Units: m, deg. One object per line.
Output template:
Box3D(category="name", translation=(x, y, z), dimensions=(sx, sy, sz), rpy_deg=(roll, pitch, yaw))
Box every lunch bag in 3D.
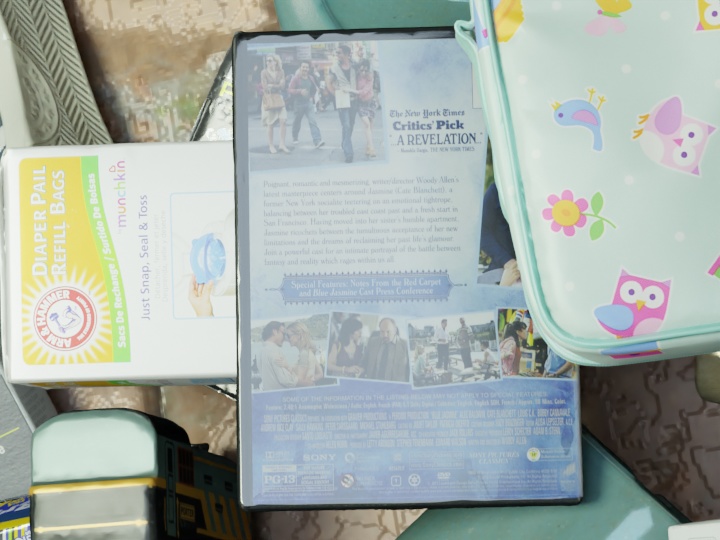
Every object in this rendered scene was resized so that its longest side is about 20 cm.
Box3D(category="lunch bag", translation=(0.123, -0.066, 1.137), dimensions=(0.159, 0.077, 0.201), rpy_deg=(-10, 81, 8))

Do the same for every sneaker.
Box3D(category="sneaker", translation=(-0.170, -0.055, 1.377), dimensions=(0.084, 0.075, 0.201), rpy_deg=(-32, 61, 32))

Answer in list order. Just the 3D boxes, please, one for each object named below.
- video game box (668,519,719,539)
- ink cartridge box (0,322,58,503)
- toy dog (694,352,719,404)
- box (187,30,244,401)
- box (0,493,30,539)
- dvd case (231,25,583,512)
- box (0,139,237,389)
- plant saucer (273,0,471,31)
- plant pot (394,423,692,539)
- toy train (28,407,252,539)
Box3D(category="video game box", translation=(0.215, 0.187, 1.187), dimensions=(0.047, 0.199, 0.183), rpy_deg=(-13, 81, 47))
Box3D(category="ink cartridge box", translation=(-0.236, 0.108, 1.384), dimensions=(0.197, 0.047, 0.201), rpy_deg=(-26, 98, 15))
Box3D(category="toy dog", translation=(0.202, -0.016, 1.247), dimensions=(0.131, 0.096, 0.201), rpy_deg=(-7, 86, 17))
Box3D(category="box", translation=(0.000, 0.000, 1.339), dimensions=(0.199, 0.044, 0.161), rpy_deg=(25, 94, 17))
Box3D(category="box", translation=(-0.147, 0.209, 1.337), dimensions=(0.070, 0.064, 0.201), rpy_deg=(-13, 100, 12))
Box3D(category="dvd case", translation=(0.018, -0.002, 1.181), dimensions=(0.142, 0.018, 0.201), rpy_deg=(-1, 83, 2))
Box3D(category="box", translation=(-0.052, -0.002, 1.251), dimensions=(0.199, 0.112, 0.102), rpy_deg=(-2, 86, 1))
Box3D(category="plant saucer", translation=(0.053, -0.152, 1.314), dimensions=(0.199, 0.027, 0.201), rpy_deg=(-3, 75, 11))
Box3D(category="plant pot", translation=(0.072, 0.176, 1.242), dimensions=(0.200, 0.200, 0.196), rpy_deg=(41, 91, 15))
Box3D(category="toy train", translation=(-0.092, 0.126, 1.283), dimensions=(0.085, 0.200, 0.115), rpy_deg=(-4, 80, 15))
